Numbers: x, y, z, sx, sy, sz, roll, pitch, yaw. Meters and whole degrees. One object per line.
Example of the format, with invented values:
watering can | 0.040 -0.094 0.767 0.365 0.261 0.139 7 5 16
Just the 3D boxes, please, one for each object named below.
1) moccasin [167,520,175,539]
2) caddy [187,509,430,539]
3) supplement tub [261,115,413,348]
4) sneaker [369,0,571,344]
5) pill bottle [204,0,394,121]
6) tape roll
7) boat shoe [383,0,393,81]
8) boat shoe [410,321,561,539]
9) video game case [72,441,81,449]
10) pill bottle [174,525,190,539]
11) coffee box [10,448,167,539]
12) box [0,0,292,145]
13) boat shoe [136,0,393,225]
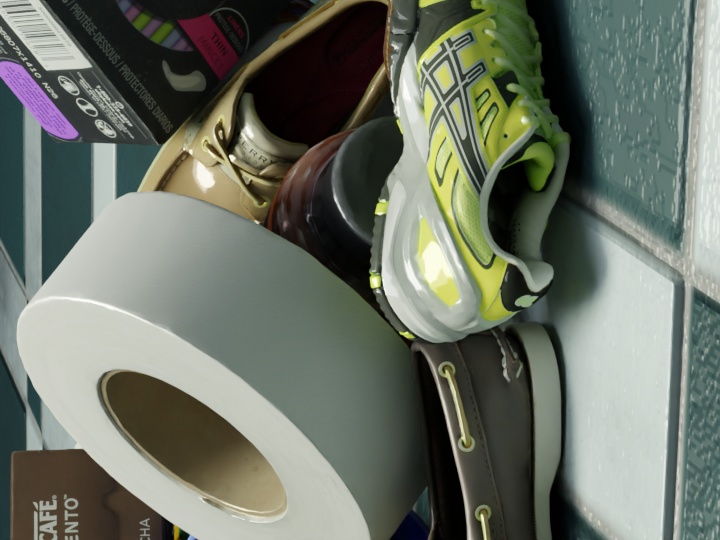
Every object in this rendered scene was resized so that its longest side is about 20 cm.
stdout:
moccasin | -0.121 0.161 1.572 0.200 0.080 0.068 52 -146 -63
caddy | -0.022 0.200 1.338 0.105 0.141 0.200 112 152 -65
supplement tub | 0.000 0.000 1.291 0.200 0.107 0.107 117 148 -64
sneaker | 0.058 -0.067 1.163 0.076 0.075 0.200 -8 73 39
pill bottle | -0.053 -0.097 1.479 0.200 0.112 0.112 -133 43 -69
tape roll | -0.060 0.057 1.258 0.071 0.202 0.202 -54 -3 -26
boat shoe | 0.028 -0.167 1.234 0.072 0.068 0.200 -107 20 -46
boat shoe | 0.053 0.123 1.190 0.072 0.059 0.200 -158 67 -74
video game case | -0.110 0.061 1.577 0.200 0.022 0.182 -47 -8 -48
pill bottle | -0.046 0.152 1.486 0.113 0.113 0.200 -148 58 -73
coffee box | -0.140 0.191 1.435 0.200 0.080 0.113 94 174 -55
box | -0.102 -0.172 1.378 0.106 0.200 0.122 4 139 52
boat shoe | -0.048 -0.069 1.337 0.200 0.074 0.066 -50 1 5
